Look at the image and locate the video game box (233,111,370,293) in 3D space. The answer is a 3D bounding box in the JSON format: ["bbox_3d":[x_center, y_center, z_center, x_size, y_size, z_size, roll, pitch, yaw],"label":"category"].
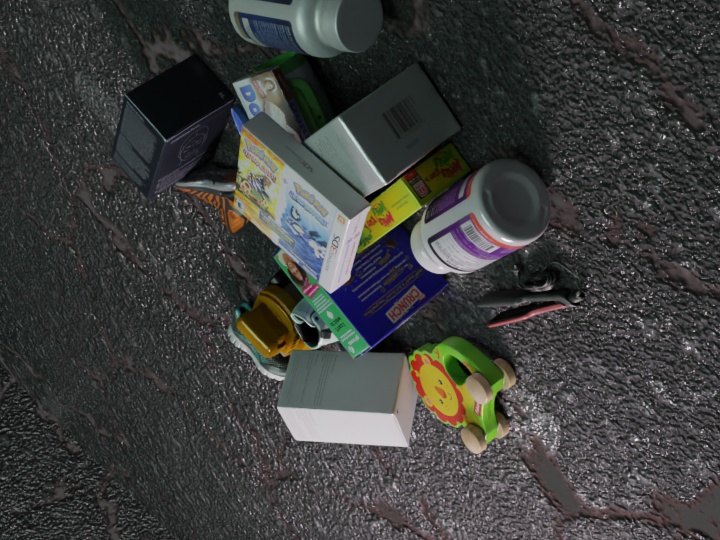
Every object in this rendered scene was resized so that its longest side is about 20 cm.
[{"bbox_3d":[-0.084,-0.088,1.483,0.200,0.047,0.182,41,147,16],"label":"video game box"}]

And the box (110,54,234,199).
[{"bbox_3d":[-0.315,-0.235,1.841,0.107,0.148,0.200,48,149,7],"label":"box"}]

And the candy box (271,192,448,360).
[{"bbox_3d":[0.000,0.000,1.635,0.200,0.169,0.077,51,153,3],"label":"candy box"}]

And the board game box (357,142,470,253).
[{"bbox_3d":[0.058,-0.096,1.523,0.048,0.102,0.200,54,150,-1],"label":"board game box"}]

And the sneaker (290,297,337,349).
[{"bbox_3d":[-0.061,0.022,1.708,0.074,0.118,0.201,1,108,37],"label":"sneaker"}]

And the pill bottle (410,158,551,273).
[{"bbox_3d":[0.147,-0.060,1.430,0.111,0.111,0.200,54,150,-3],"label":"pill bottle"}]

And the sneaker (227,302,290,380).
[{"bbox_3d":[-0.183,0.133,2.121,0.200,0.078,0.091,33,141,27],"label":"sneaker"}]

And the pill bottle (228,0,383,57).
[{"bbox_3d":[-0.069,-0.335,1.427,0.200,0.111,0.111,21,137,42],"label":"pill bottle"}]

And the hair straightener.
[{"bbox_3d":[0.224,0.029,1.486,0.200,0.041,0.077,-14,110,58],"label":"hair straightener"}]

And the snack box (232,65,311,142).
[{"bbox_3d":[-0.106,-0.187,1.568,0.072,0.024,0.200,-12,114,32],"label":"snack box"}]

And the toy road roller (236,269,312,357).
[{"bbox_3d":[-0.150,0.096,1.962,0.123,0.146,0.200,47,149,11],"label":"toy road roller"}]

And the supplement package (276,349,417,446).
[{"bbox_3d":[-0.018,0.210,1.831,0.200,0.117,0.117,1,143,18],"label":"supplement package"}]

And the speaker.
[{"bbox_3d":[-0.081,-0.213,1.609,0.088,0.088,0.200,5,125,52],"label":"speaker"}]

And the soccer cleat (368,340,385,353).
[{"bbox_3d":[0.009,0.063,1.794,0.081,0.068,0.200,13,129,46],"label":"soccer cleat"}]

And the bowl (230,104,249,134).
[{"bbox_3d":[-0.139,-0.167,1.707,0.201,0.039,0.201,62,173,13],"label":"bowl"}]

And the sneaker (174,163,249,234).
[{"bbox_3d":[-0.251,-0.121,1.942,0.200,0.078,0.112,15,132,46],"label":"sneaker"}]

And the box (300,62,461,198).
[{"bbox_3d":[0.007,-0.165,1.471,0.106,0.152,0.200,55,151,-6],"label":"box"}]

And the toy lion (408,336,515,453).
[{"bbox_3d":[0.148,0.177,1.735,0.192,0.069,0.200,41,148,33],"label":"toy lion"}]
